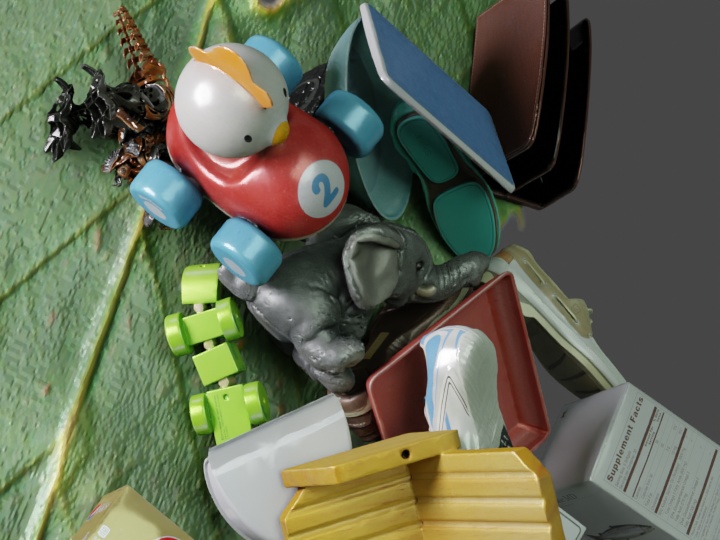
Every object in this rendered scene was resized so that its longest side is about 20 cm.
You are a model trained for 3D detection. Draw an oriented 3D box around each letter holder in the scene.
[{"bbox_3d":[0.188,-0.186,1.691,0.100,0.142,0.201,16,67,-23],"label":"letter holder"}]

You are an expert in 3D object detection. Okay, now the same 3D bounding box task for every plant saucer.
[{"bbox_3d":[0.088,0.128,1.559,0.200,0.037,0.200,-36,125,-31],"label":"plant saucer"},{"bbox_3d":[0.006,-0.146,1.592,0.200,0.036,0.201,-5,90,-70],"label":"plant saucer"}]

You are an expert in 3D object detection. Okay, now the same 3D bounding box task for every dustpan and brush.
[{"bbox_3d":[-0.054,0.224,1.465,0.139,0.057,0.201,-23,98,-22],"label":"dustpan and brush"}]

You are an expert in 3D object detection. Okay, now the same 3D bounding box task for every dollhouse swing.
[{"bbox_3d":[0.056,0.249,1.379,0.181,0.176,0.201,-14,93,-22],"label":"dollhouse swing"}]

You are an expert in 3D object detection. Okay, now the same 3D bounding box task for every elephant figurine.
[{"bbox_3d":[0.000,0.000,1.512,0.141,0.155,0.200,39,80,24],"label":"elephant figurine"}]

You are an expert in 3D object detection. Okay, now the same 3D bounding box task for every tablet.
[{"bbox_3d":[0.074,-0.164,1.571,0.200,0.014,0.130,37,26,-35],"label":"tablet"}]

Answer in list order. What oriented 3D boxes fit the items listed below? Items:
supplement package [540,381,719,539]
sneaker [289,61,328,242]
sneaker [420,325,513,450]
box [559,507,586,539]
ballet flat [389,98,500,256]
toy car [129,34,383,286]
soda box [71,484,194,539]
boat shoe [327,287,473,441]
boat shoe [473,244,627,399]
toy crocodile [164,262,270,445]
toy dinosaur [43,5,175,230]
[{"bbox_3d":[0.288,0.219,1.633,0.200,0.117,0.118,34,62,-14],"label":"supplement package"},{"bbox_3d":[-0.045,-0.113,1.594,0.091,0.076,0.201,39,54,-36],"label":"sneaker"},{"bbox_3d":[0.093,0.148,1.479,0.072,0.072,0.201,-10,98,-39],"label":"sneaker"},{"bbox_3d":[0.107,0.289,1.525,0.117,0.060,0.200,39,72,-14],"label":"box"},{"bbox_3d":[0.088,-0.099,1.636,0.071,0.067,0.200,-90,155,-52],"label":"ballet flat"},{"bbox_3d":[-0.091,-0.121,1.382,0.177,0.200,0.185,35,75,11],"label":"toy car"},{"bbox_3d":[-0.153,0.274,1.410,0.200,0.068,0.064,41,60,-11],"label":"soda box"},{"bbox_3d":[0.045,0.082,1.583,0.202,0.075,0.075,-46,125,-28],"label":"boat shoe"},{"bbox_3d":[0.204,0.057,1.664,0.200,0.075,0.068,45,65,-8],"label":"boat shoe"},{"bbox_3d":[-0.126,0.090,1.491,0.067,0.062,0.201,-18,84,9],"label":"toy crocodile"},{"bbox_3d":[-0.211,-0.137,1.512,0.135,0.102,0.201,0,56,-43],"label":"toy dinosaur"}]
